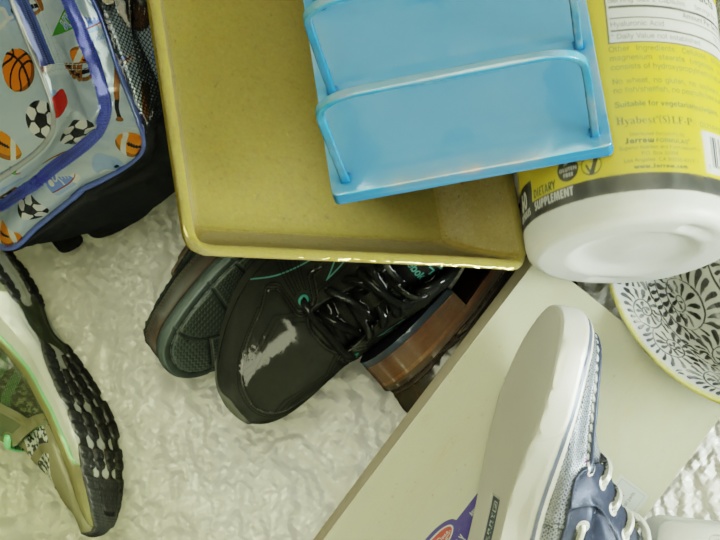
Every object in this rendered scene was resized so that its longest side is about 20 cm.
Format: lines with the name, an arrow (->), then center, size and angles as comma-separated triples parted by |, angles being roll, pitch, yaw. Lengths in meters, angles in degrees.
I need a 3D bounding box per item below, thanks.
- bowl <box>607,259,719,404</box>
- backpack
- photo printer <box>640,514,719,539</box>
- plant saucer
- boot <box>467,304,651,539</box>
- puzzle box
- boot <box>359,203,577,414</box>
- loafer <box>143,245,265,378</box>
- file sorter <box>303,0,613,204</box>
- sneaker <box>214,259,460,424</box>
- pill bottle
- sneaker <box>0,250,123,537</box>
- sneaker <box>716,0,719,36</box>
bowl -> 0.232, -0.011, 1.552 | 0.199, 0.094, 0.202 | -4, 74, 14
backpack -> -0.163, -0.122, 1.552 | 0.200, 0.153, 0.192 | -29, 70, 42
photo printer -> 0.218, 0.234, 1.516 | 0.165, 0.069, 0.201 | 4, 78, 6
plant saucer -> -0.024, -0.089, 1.483 | 0.199, 0.048, 0.201 | 3, 68, -31
boot -> 0.110, 0.120, 1.506 | 0.090, 0.073, 0.201 | 11, 103, -16
puzzle box -> 0.081, 0.108, 1.542 | 0.133, 0.025, 0.200 | 38, 91, -11
boot -> 0.101, 0.019, 1.590 | 0.200, 0.075, 0.097 | -41, 99, -10
loafer -> -0.047, -0.025, 1.609 | 0.200, 0.072, 0.063 | -44, 49, -11
file sorter -> 0.034, -0.157, 1.408 | 0.138, 0.123, 0.201 | -10, 70, 4
sneaker -> 0.000, 0.000, 1.551 | 0.075, 0.079, 0.200 | 44, 81, -21
pill bottle -> 0.129, -0.103, 1.499 | 0.110, 0.111, 0.201 | -5, 72, 4
sneaker -> -0.197, 0.067, 1.599 | 0.088, 0.077, 0.201 | -34, 71, 10
sneaker -> 0.230, -0.152, 1.597 | 0.077, 0.085, 0.200 | 36, 83, 12
